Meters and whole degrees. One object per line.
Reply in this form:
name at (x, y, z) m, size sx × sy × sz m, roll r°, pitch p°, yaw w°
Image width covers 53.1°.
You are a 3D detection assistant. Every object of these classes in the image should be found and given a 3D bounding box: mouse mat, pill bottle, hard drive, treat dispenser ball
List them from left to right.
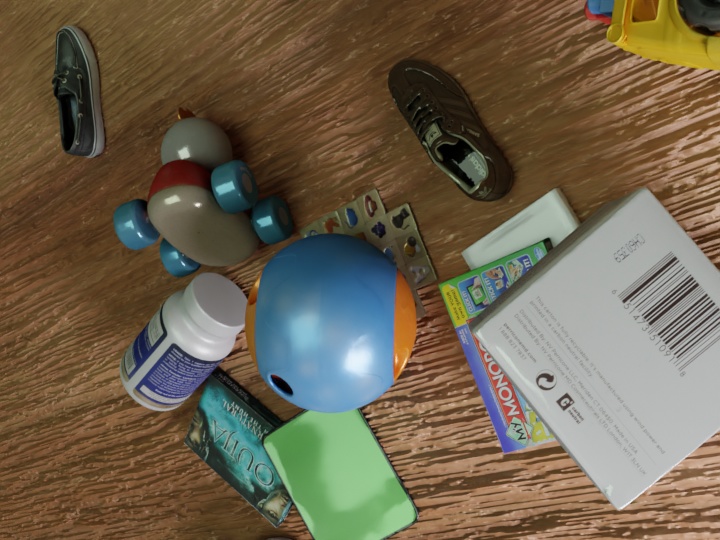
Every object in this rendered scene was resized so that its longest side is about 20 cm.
pill bottle at (-0.248, 0.100, 1.023) m, size 0.200 × 0.115 × 0.116 m, roll -44°, pitch 76°, yaw 29°
treat dispenser ball at (-0.034, 0.059, 0.829) m, size 0.198 × 0.200 × 0.205 m, roll 6°, pitch 102°, yaw 30°
mouse mat at (-0.030, 0.277, 0.965) m, size 0.160 × 0.008 × 0.202 m, roll -33°, pitch 84°, yaw 19°
hard drive at (0.213, 0.032, 0.785) m, size 0.131 × 0.026 × 0.202 m, roll -35°, pitch 80°, yaw 31°

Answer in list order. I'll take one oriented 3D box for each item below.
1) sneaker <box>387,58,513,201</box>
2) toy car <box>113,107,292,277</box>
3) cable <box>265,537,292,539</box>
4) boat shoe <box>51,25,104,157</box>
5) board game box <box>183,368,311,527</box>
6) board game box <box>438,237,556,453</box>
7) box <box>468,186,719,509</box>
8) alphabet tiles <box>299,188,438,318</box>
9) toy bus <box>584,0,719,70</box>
sneaker at (0.092, -0.161, 0.795) m, size 0.201 × 0.075 × 0.071 m, roll 50°, pitch 119°, yaw 14°
toy car at (-0.207, -0.125, 0.963) m, size 0.182 × 0.177 × 0.203 m, roll -17°, pitch 61°, yaw 19°
cable at (-0.115, 0.490, 1.039) m, size 0.199 × 0.069 × 0.202 m, roll -30°, pitch 83°, yaw 32°
boat shoe at (-0.441, -0.276, 1.109) m, size 0.068 × 0.056 × 0.204 m, roll -6°, pitch 95°, yaw 32°
board game box at (-0.165, 0.258, 1.051) m, size 0.199 × 0.028 × 0.137 m, roll 34°, pitch 113°, yaw 22°
board game box at (0.180, 0.084, 0.782) m, size 0.133 × 0.029 × 0.203 m, roll -24°, pitch 85°, yaw 31°
box at (0.235, 0.066, 0.668) m, size 0.199 × 0.131 × 0.200 m, roll -40°, pitch 84°, yaw 5°
alphabet tiles at (0.000, 0.000, 0.920) m, size 0.198 × 0.006 × 0.169 m, roll -25°, pitch 85°, yaw 32°
toy bus at (0.290, -0.282, 0.637) m, size 0.191 × 0.134 × 0.204 m, roll 21°, pitch 107°, yaw 43°
